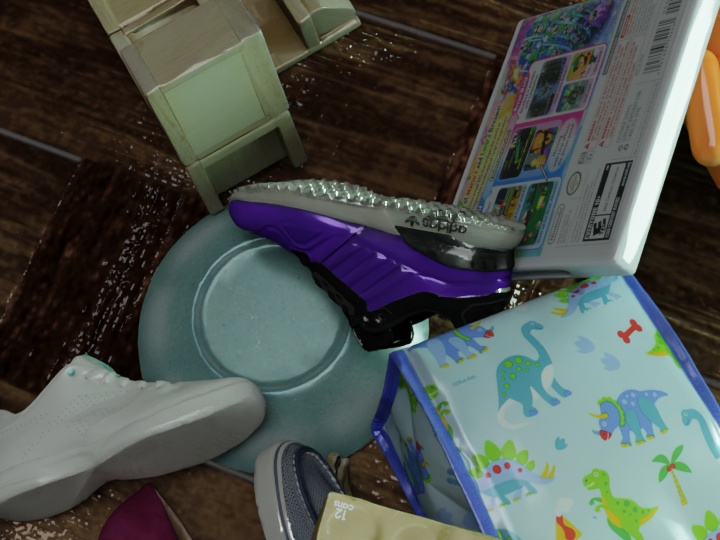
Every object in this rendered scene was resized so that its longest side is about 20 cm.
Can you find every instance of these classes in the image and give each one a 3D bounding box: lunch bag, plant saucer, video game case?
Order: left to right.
[{"bbox_3d":[-0.055,0.034,0.958,0.200,0.039,0.202,-2,72,7],"label":"plant saucer"},{"bbox_3d":[0.134,-0.087,0.917,0.024,0.182,0.200,28,73,-28],"label":"video game case"},{"bbox_3d":[0.125,0.123,0.841,0.170,0.128,0.200,-21,61,-18],"label":"lunch bag"}]

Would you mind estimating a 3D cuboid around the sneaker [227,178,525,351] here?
[{"bbox_3d":[0.000,0.000,0.906,0.200,0.070,0.100,12,101,25],"label":"sneaker"}]

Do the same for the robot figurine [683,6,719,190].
[{"bbox_3d":[0.265,-0.104,0.920,0.116,0.144,0.200,-28,69,15],"label":"robot figurine"}]

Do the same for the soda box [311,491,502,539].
[{"bbox_3d":[0.069,0.172,0.732,0.199,0.064,0.068,15,79,2],"label":"soda box"}]

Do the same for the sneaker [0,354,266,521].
[{"bbox_3d":[-0.158,0.090,0.926,0.200,0.075,0.089,-20,62,14],"label":"sneaker"}]

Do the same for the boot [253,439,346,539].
[{"bbox_3d":[0.015,0.173,0.818,0.090,0.073,0.200,-35,70,26],"label":"boot"}]

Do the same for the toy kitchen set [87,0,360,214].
[{"bbox_3d":[-0.092,-0.186,0.962,0.163,0.181,0.200,-30,68,-4],"label":"toy kitchen set"}]

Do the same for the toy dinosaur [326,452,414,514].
[{"bbox_3d":[-0.002,0.218,0.891,0.101,0.058,0.201,4,76,26],"label":"toy dinosaur"}]

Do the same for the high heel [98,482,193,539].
[{"bbox_3d":[-0.080,0.191,0.878,0.200,0.067,0.096,15,59,22],"label":"high heel"}]
